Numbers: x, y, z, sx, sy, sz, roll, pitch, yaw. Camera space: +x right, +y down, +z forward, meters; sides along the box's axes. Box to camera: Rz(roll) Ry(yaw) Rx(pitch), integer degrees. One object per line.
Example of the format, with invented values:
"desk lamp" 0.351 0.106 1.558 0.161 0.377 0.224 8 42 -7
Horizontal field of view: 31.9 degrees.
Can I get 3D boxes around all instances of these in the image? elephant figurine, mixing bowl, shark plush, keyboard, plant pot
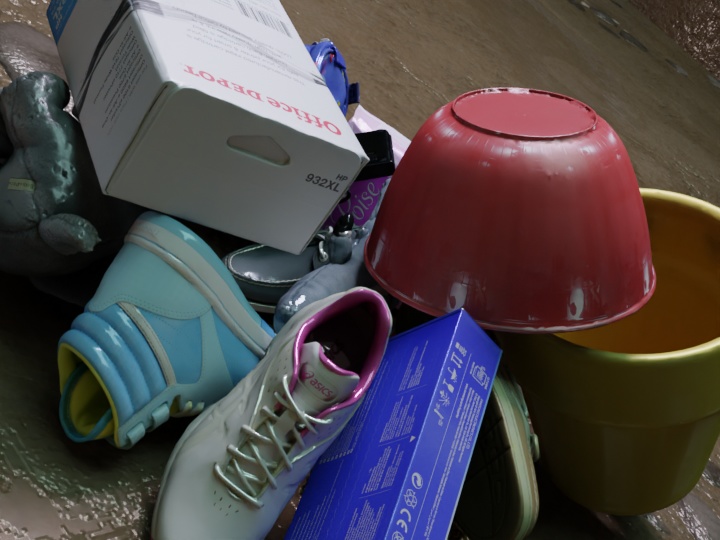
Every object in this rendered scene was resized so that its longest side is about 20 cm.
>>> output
"elephant figurine" -0.173 -0.044 0.838 0.199 0.140 0.157 24 52 -56
"mixing bowl" 0.103 -0.053 0.828 0.197 0.110 0.201 3 27 -1
"shark plush" 0.000 0.000 0.877 0.090 0.084 0.200 10 42 34
"keyboard" -0.069 -0.063 0.987 0.197 0.040 0.104 -10 27 4
"plant pot" 0.199 0.072 0.945 0.197 0.191 0.202 -4 37 3

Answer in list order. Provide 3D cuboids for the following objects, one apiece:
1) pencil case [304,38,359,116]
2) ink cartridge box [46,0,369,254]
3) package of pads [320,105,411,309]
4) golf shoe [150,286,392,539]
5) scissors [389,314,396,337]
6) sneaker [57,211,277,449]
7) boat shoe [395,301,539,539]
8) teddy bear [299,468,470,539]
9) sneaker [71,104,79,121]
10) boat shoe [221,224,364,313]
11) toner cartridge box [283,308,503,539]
"pencil case" -0.103 -0.162 1.060 0.197 0.088 0.078 10 -17 20
"ink cartridge box" -0.101 -0.118 0.786 0.144 0.084 0.201 17 31 -37
"package of pads" 0.043 -0.035 1.069 0.199 0.121 0.076 35 14 -1
"golf shoe" -0.048 0.085 0.710 0.075 0.092 0.201 36 65 -4
"scissors" 0.007 0.086 0.952 0.073 0.014 0.200 43 28 -1
"sneaker" -0.113 0.073 0.770 0.079 0.131 0.201 17 -29 44
"boat shoe" 0.079 0.091 0.816 0.063 0.073 0.202 18 34 -33
"teddy bear" 0.032 0.138 0.846 0.144 0.067 0.201 28 35 -4
"sneaker" -0.166 -0.110 0.944 0.077 0.071 0.199 24 -6 -23
"boat shoe" -0.016 -0.015 0.972 0.197 0.062 0.073 -5 44 -19
"toner cartridge box" 0.014 0.119 0.726 0.043 0.094 0.201 43 45 -21
